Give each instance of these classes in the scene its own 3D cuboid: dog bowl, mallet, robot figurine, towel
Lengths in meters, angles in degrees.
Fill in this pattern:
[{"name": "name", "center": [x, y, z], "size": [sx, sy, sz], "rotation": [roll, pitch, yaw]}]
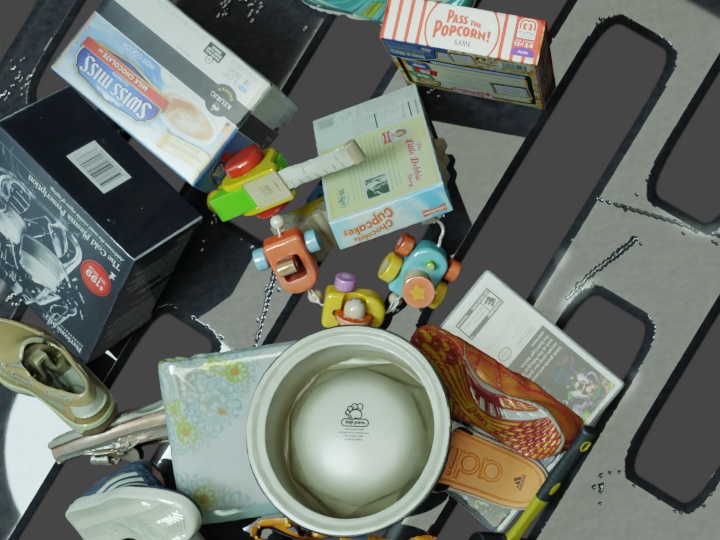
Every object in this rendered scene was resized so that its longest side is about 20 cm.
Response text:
[{"name": "dog bowl", "center": [-0.004, 0.157, 1.554], "size": [0.199, 0.074, 0.201], "rotation": [-4, 74, 14]}, {"name": "mallet", "center": [0.180, 0.225, 1.572], "size": [0.200, 0.066, 0.041], "rotation": [-53, 34, 28]}, {"name": "robot figurine", "center": [-0.026, 0.278, 1.602], "size": [0.199, 0.145, 0.058], "rotation": [6, 79, 0]}, {"name": "towel", "center": [-0.093, 0.160, 1.639], "size": [0.199, 0.048, 0.172], "rotation": [-8, 96, -5]}]

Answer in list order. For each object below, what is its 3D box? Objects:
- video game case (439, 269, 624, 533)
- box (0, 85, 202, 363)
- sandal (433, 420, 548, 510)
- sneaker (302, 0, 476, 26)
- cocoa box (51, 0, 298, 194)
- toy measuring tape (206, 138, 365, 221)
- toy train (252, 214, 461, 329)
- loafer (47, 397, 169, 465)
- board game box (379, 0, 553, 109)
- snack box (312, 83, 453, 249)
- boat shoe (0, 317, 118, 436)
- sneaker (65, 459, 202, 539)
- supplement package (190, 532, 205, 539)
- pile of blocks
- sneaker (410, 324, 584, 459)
[{"name": "video game case", "center": [0.134, 0.133, 1.646], "size": [0.182, 0.023, 0.200], "rotation": [40, 90, 11]}, {"name": "box", "center": [-0.285, -0.044, 1.639], "size": [0.200, 0.182, 0.104], "rotation": [44, 47, 11]}, {"name": "sandal", "center": [0.088, 0.182, 1.597], "size": [0.206, 0.059, 0.080], "rotation": [15, 87, 3]}, {"name": "sneaker", "center": [0.020, -0.289, 1.676], "size": [0.199, 0.080, 0.078], "rotation": [7, 85, 9]}, {"name": "cocoa box", "center": [-0.188, -0.186, 1.670], "size": [0.200, 0.133, 0.131], "rotation": [39, 92, 10]}, {"name": "toy measuring tape", "center": [-0.071, -0.100, 1.600], "size": [0.199, 0.073, 0.074], "rotation": [-21, 81, 33]}, {"name": "toy train", "center": [0.000, 0.000, 1.626], "size": [0.199, 0.056, 0.151], "rotation": [-16, 117, 8]}, {"name": "loafer", "center": [-0.222, 0.169, 1.676], "size": [0.199, 0.072, 0.063], "rotation": [-20, 89, 3]}, {"name": "board game box", "center": [0.108, -0.211, 1.593], "size": [0.151, 0.200, 0.047], "rotation": [12, 86, 9]}, {"name": "snack box", "center": [0.019, -0.106, 1.612], "size": [0.116, 0.200, 0.037], "rotation": [-19, 124, 7]}, {"name": "boat shoe", "center": [-0.327, 0.091, 1.664], "size": [0.200, 0.076, 0.072], "rotation": [26, 65, 32]}, {"name": "sneaker", "center": [-0.212, 0.224, 1.620], "size": [0.085, 0.200, 0.075], "rotation": [-47, 115, -37]}, {"name": "supplement package", "center": [-0.203, 0.380, 1.584], "size": [0.200, 0.152, 0.151], "rotation": [-35, 108, 4]}, {"name": "pile of blocks", "center": [0.009, -0.067, 1.674], "size": [0.199, 0.082, 0.062], "rotation": [-23, 124, 15]}, {"name": "sneaker", "center": [0.129, 0.122, 1.609], "size": [0.200, 0.077, 0.073], "rotation": [37, 112, 25]}]
